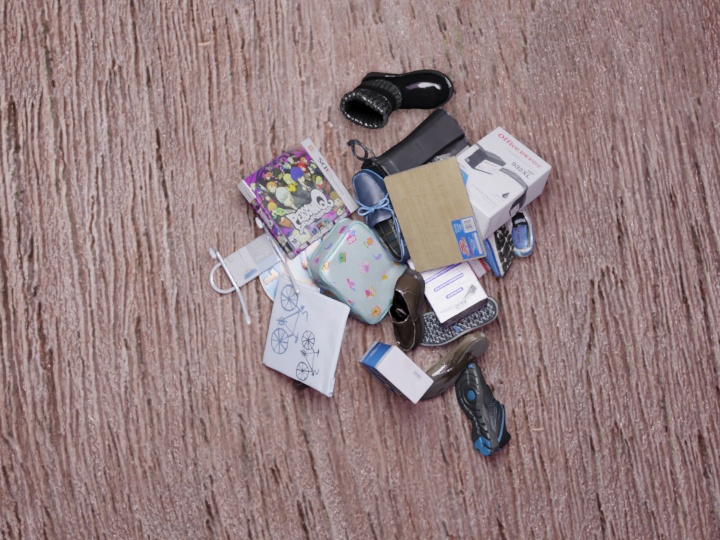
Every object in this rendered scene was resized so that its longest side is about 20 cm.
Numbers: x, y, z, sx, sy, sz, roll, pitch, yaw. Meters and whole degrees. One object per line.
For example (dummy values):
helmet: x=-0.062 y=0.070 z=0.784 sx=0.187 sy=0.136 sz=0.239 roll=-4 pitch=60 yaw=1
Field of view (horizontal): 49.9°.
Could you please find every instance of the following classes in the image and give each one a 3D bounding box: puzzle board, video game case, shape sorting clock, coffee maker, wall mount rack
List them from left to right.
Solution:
wall mount rack: x=-0.208 y=0.002 z=1.540 sx=0.198 sy=0.075 sz=0.175 roll=-32 pitch=84 yaw=3
video game case: x=-0.122 y=-0.148 z=1.561 sx=0.199 sy=0.036 sz=0.182 roll=-39 pitch=94 yaw=-36
shape sorting clock: x=-0.113 y=-0.012 z=1.598 sx=0.196 sy=0.039 sz=0.204 roll=0 pitch=88 yaw=-11
coffee maker: x=0.112 y=-0.240 z=1.589 sx=0.200 sy=0.134 sz=0.193 roll=-41 pitch=114 yaw=-19
puzzle board: x=0.144 y=-0.104 z=1.480 sx=0.149 sy=0.017 sz=0.203 roll=-13 pitch=108 yaw=24

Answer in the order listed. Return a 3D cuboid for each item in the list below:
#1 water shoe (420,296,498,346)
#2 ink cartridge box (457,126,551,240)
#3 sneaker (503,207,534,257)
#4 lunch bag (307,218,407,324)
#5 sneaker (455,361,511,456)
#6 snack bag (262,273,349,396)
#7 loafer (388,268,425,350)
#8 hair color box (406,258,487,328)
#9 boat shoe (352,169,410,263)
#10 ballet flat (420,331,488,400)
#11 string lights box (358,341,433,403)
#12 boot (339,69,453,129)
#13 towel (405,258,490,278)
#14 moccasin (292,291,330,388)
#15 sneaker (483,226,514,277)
water shoe: x=0.200 y=0.109 z=1.640 sx=0.197 sy=0.079 sz=0.073 roll=-17 pitch=87 yaw=15
ink cartridge box: x=0.257 y=-0.174 z=1.534 sx=0.199 sy=0.084 sz=0.145 roll=-37 pitch=66 yaw=-27
sneaker: x=0.332 y=-0.128 z=1.670 sx=0.071 sy=0.072 sz=0.203 roll=-17 pitch=90 yaw=-9
lunch bag: x=0.000 y=0.000 z=1.574 sx=0.200 sy=0.077 sz=0.162 roll=43 pitch=72 yaw=-31
sneaker: x=0.261 y=0.287 z=1.654 sx=0.081 sy=0.073 sz=0.203 roll=-13 pitch=87 yaw=-38
snack bag: x=-0.106 y=0.124 z=1.518 sx=0.021 sy=0.198 sz=0.192 roll=1 pitch=104 yaw=-52
loafer: x=0.085 y=0.088 z=1.572 sx=0.071 sy=0.072 sz=0.203 roll=-33 pitch=136 yaw=-34
hair color box: x=0.166 y=0.003 z=1.584 sx=0.108 sy=0.065 sz=0.202 roll=-28 pitch=70 yaw=1
boat shoe: x=0.048 y=-0.108 z=1.526 sx=0.084 sy=0.069 sz=0.201 roll=-34 pitch=95 yaw=30
ballet flat: x=0.186 y=0.197 z=1.627 sx=0.200 sy=0.047 sz=0.067 roll=-45 pitch=129 yaw=14
string lights box: x=0.067 y=0.199 z=1.543 sx=0.103 sy=0.200 sz=0.059 roll=43 pitch=81 yaw=-5
boot: x=0.074 y=-0.343 z=1.558 sx=0.207 sy=0.158 sz=0.081 roll=2 pitch=119 yaw=17
towel: x=0.198 y=-0.028 z=1.667 sx=0.199 sy=0.023 sz=0.145 roll=-37 pitch=95 yaw=-9
moccasin: x=-0.107 y=0.141 z=1.578 sx=0.072 sy=0.078 sz=0.205 roll=-1 pitch=104 yaw=-26
sneaker: x=0.257 y=-0.072 z=1.635 sx=0.079 sy=0.088 sz=0.202 roll=-48 pitch=116 yaw=-41
